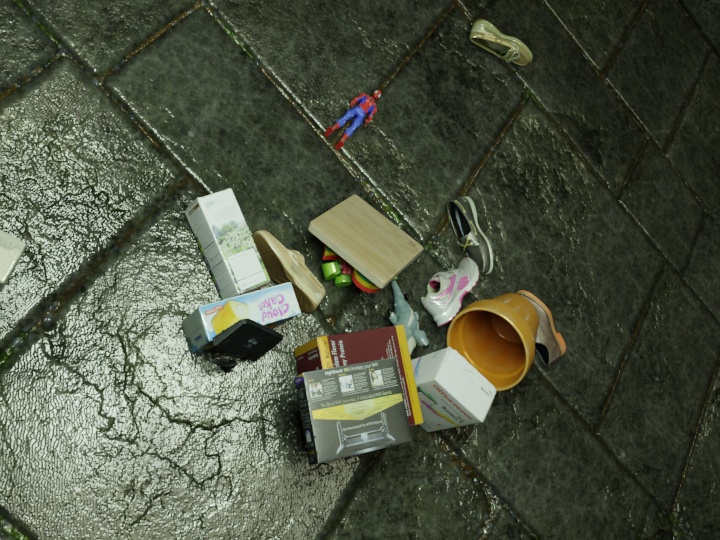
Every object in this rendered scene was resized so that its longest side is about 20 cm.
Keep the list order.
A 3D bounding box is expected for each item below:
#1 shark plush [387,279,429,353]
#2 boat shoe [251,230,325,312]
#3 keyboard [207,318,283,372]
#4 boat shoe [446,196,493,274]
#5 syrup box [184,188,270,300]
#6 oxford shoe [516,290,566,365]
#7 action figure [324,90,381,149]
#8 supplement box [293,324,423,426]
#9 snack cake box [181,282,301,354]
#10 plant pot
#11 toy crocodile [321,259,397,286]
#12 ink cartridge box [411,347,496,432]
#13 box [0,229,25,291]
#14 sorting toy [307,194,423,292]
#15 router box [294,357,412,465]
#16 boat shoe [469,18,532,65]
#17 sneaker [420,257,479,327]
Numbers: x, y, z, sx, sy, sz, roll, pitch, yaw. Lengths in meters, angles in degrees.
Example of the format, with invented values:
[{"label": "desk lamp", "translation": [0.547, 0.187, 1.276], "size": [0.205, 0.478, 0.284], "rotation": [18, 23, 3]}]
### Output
[{"label": "shark plush", "translation": [0.093, 0.104, 1.585], "size": [0.082, 0.090, 0.205], "rotation": [22, 60, -36]}, {"label": "boat shoe", "translation": [-0.149, -0.007, 1.488], "size": [0.202, 0.071, 0.065], "rotation": [54, 49, -16]}, {"label": "keyboard", "translation": [-0.223, 0.140, 1.337], "size": [0.126, 0.200, 0.021], "rotation": [-38, 69, 2]}, {"label": "boat shoe", "translation": [0.264, -0.083, 1.770], "size": [0.059, 0.072, 0.206], "rotation": [-7, 71, -35]}, {"label": "syrup box", "translation": [-0.262, -0.048, 1.417], "size": [0.078, 0.081, 0.204], "rotation": [-23, 87, -37]}, {"label": "oxford shoe", "translation": [0.442, 0.144, 1.810], "size": [0.072, 0.071, 0.202], "rotation": [-36, 96, -30]}, {"label": "action figure", "translation": [-0.007, -0.367, 1.704], "size": [0.065, 0.052, 0.201], "rotation": [43, 55, -8]}, {"label": "supplement box", "translation": [-0.006, 0.230, 1.448], "size": [0.196, 0.132, 0.202], "rotation": [-6, 77, -28]}, {"label": "snack cake box", "translation": [-0.227, 0.090, 1.374], "size": [0.197, 0.115, 0.069], "rotation": [-16, 80, -34]}, {"label": "plant pot", "translation": [0.325, 0.145, 1.675], "size": [0.182, 0.198, 0.203], "rotation": [-34, 93, -51]}, {"label": "toy crocodile", "translation": [0.000, 0.000, 1.579], "size": [0.196, 0.061, 0.069], "rotation": [5, 72, -31]}, {"label": "ink cartridge box", "translation": [0.164, 0.255, 1.518], "size": [0.144, 0.199, 0.085], "rotation": [41, 57, -13]}, {"label": "box", "translation": [-0.658, -0.050, 1.174], "size": [0.198, 0.068, 0.084], "rotation": [32, 60, -19]}, {"label": "sorting toy", "translation": [0.005, -0.048, 1.533], "size": [0.199, 0.070, 0.198], "rotation": [38, 36, 10]}, {"label": "router box", "translation": [-0.013, 0.256, 1.329], "size": [0.196, 0.052, 0.161], "rotation": [-5, 77, -27]}, {"label": "boat shoe", "translation": [0.392, -0.625, 2.026], "size": [0.198, 0.073, 0.064], "rotation": [29, 68, -18]}, {"label": "sneaker", "translation": [0.208, 0.032, 1.690], "size": [0.088, 0.081, 0.201], "rotation": [42, 52, -8]}]
